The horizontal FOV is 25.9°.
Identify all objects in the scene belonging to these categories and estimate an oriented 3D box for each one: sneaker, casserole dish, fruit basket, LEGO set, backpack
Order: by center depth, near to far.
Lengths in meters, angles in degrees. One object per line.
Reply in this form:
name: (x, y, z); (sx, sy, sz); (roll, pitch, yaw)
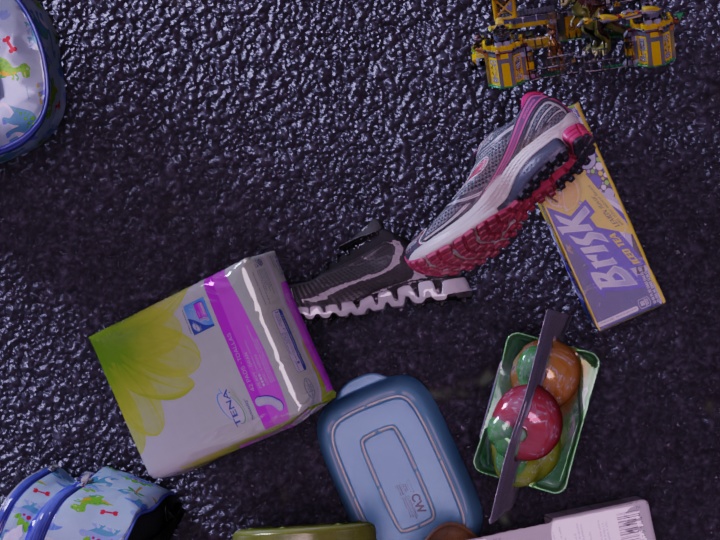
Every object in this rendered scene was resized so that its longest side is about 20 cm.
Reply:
fruit basket: (0.144, 0.123, 1.379); (0.094, 0.200, 0.186); (15, 91, 18)
sneaker: (0.117, -0.071, 1.396); (0.200, 0.081, 0.075); (-43, 63, 11)
LEGO set: (0.187, -0.247, 1.399); (0.200, 0.154, 0.116); (-4, 117, 15)
backpack: (-0.260, 0.271, 1.403); (0.147, 0.200, 0.183); (18, 92, 4)
backpack: (-0.380, -0.176, 1.434); (0.200, 0.147, 0.183); (-12, 91, 1)
sneaker: (0.000, 0.000, 1.458); (0.200, 0.066, 0.091); (-9, 85, 1)
casserole dish: (0.036, 0.193, 1.465); (0.121, 0.039, 0.200); (-24, 89, 4)

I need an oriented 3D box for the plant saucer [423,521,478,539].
plant saucer: (0.077, 0.326, 1.395); (0.035, 0.200, 0.201); (-13, 89, 28)

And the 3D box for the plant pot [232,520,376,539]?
plant pot: (-0.046, 0.324, 1.399); (0.200, 0.200, 0.193); (-5, 83, 4)

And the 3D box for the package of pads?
package of pads: (-0.135, 0.091, 1.431); (0.200, 0.068, 0.155); (-25, 87, 29)

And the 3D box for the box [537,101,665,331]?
box: (0.208, -0.048, 1.442); (0.070, 0.064, 0.200); (-24, 87, 4)

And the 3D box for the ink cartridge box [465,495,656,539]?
ink cartridge box: (0.196, 0.323, 1.440); (0.176, 0.045, 0.200); (-11, 88, -4)
